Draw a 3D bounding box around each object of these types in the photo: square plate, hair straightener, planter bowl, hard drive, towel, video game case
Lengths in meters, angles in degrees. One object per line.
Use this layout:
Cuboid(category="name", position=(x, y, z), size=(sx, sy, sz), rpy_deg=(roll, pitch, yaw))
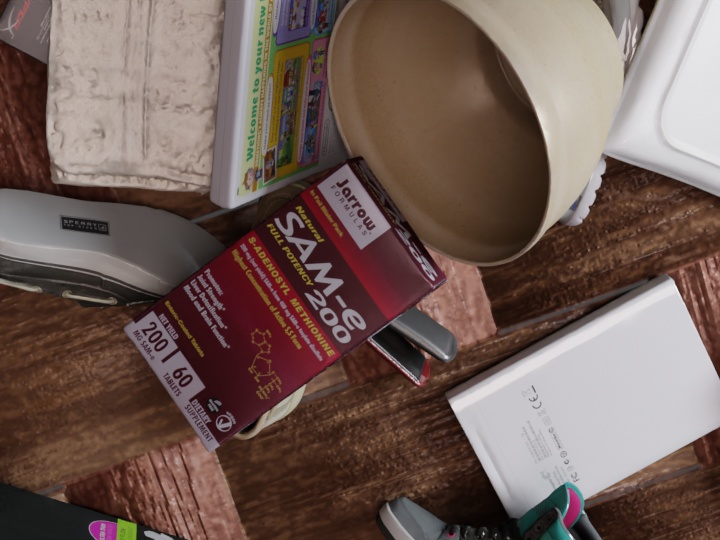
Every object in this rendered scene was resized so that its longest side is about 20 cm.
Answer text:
Cuboid(category="square plate", position=(0.285, -0.153, 1.154), size=(0.197, 0.028, 0.202), rpy_deg=(16, 102, -35))
Cuboid(category="hair straightener", position=(0.000, 0.000, 1.184), size=(0.200, 0.041, 0.077), rpy_deg=(43, 124, -8))
Cuboid(category="planter bowl", position=(0.092, -0.123, 1.064), size=(0.134, 0.199, 0.202), rpy_deg=(-33, 110, -34))
Cuboid(category="hard drive", position=(0.184, 0.107, 1.249), size=(0.199, 0.027, 0.133), rpy_deg=(-28, 106, 1))
Cuboid(category="towel", position=(-0.144, -0.152, 1.055), size=(0.131, 0.034, 0.202), rpy_deg=(4, 103, -9))
Cuboid(category="video game case", position=(-0.035, -0.159, 1.071), size=(0.022, 0.182, 0.202), rpy_deg=(20, 116, 27))

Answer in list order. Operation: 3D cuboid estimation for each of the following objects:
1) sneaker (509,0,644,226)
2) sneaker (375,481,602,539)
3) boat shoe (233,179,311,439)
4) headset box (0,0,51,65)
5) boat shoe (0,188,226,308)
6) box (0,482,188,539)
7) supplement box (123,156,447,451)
Cuboid(category="sneaker", position=(0.151, -0.133, 1.155), size=(0.081, 0.075, 0.202), rpy_deg=(11, 103, -11))
Cuboid(category="sneaker", position=(0.117, 0.206, 1.212), size=(0.199, 0.084, 0.121), rpy_deg=(34, 98, 15))
Cuboid(category="boat shoe", position=(-0.065, 0.031, 1.153), size=(0.072, 0.065, 0.202), rpy_deg=(20, 116, 15))
Cuboid(category="headset box", position=(-0.135, -0.186, 1.103), size=(0.199, 0.077, 0.150), rpy_deg=(26, 100, -14))
Cuboid(category="boat shoe", position=(-0.190, -0.008, 1.154), size=(0.198, 0.071, 0.064), rpy_deg=(14, 135, -19))
Cuboid(category="box", position=(-0.239, 0.254, 1.167), size=(0.198, 0.149, 0.125), rpy_deg=(19, 103, -12))
Cuboid(category="supplement box", position=(-0.052, 0.023, 1.088), size=(0.199, 0.061, 0.109), rpy_deg=(-37, 88, 12))
